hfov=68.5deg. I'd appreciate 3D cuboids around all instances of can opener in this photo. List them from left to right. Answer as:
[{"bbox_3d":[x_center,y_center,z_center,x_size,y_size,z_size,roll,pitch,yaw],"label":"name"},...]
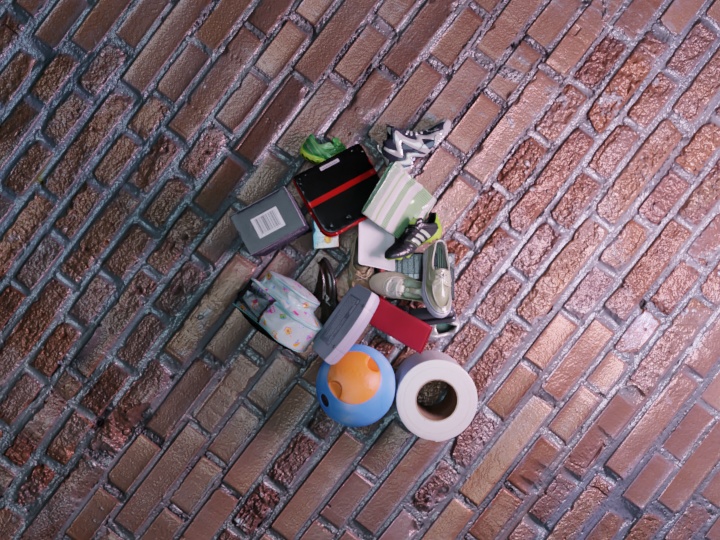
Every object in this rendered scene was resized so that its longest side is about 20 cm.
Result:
[{"bbox_3d":[0.144,0.110,1.349,0.199,0.053,0.067,-6,50,25],"label":"can opener"}]

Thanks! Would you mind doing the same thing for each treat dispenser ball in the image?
[{"bbox_3d":[-0.012,0.286,1.321,0.200,0.201,0.202,0,91,-1],"label":"treat dispenser ball"}]

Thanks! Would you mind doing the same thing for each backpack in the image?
[{"bbox_3d":[-0.186,0.103,1.310,0.153,0.176,0.200,-46,69,3],"label":"backpack"}]

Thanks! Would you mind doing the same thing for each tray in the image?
[{"bbox_3d":[0.038,-0.098,1.359,0.107,0.022,0.201,11,67,-26],"label":"tray"}]

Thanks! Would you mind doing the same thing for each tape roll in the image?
[{"bbox_3d":[0.186,0.315,1.355,0.202,0.139,0.204,0,91,-1],"label":"tape roll"}]

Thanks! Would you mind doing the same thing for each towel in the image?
[{"bbox_3d":[0.104,-0.166,1.336,0.200,0.023,0.153,31,90,-46],"label":"towel"}]

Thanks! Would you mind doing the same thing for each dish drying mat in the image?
[{"bbox_3d":[0.084,0.128,1.335,0.199,0.018,0.077,28,105,21],"label":"dish drying mat"}]

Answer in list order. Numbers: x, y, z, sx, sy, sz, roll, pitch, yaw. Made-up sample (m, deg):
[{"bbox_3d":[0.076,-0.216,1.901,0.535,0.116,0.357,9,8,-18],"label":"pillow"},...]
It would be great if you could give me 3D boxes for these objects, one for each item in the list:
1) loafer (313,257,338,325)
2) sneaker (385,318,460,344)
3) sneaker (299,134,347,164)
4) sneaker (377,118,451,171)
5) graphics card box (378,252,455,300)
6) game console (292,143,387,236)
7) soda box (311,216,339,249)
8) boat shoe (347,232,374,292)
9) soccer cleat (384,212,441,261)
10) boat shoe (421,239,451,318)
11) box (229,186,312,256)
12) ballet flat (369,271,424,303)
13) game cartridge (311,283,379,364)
[{"bbox_3d":[-0.095,0.067,1.377,0.071,0.073,0.201,-8,92,-2],"label":"loafer"},{"bbox_3d":[0.163,0.151,1.381,0.199,0.080,0.071,-12,93,1],"label":"sneaker"},{"bbox_3d":[-0.057,-0.298,1.369,0.199,0.074,0.084,20,95,-1],"label":"sneaker"},{"bbox_3d":[0.128,-0.350,1.366,0.199,0.080,0.130,-42,100,10],"label":"sneaker"},{"bbox_3d":[0.148,0.015,1.391,0.199,0.051,0.126,-1,91,0],"label":"graphics card box"},{"bbox_3d":[-0.043,-0.198,1.319,0.199,0.031,0.177,-30,88,-10],"label":"game console"},{"bbox_3d":[-0.094,-0.156,1.378,0.068,0.064,0.201,-4,91,0],"label":"soda box"},{"bbox_3d":[0.000,0.000,1.382,0.071,0.065,0.201,-5,91,-1],"label":"boat shoe"},{"bbox_3d":[0.129,-0.087,1.344,0.200,0.067,0.081,-30,116,-34],"label":"soccer cleat"},{"bbox_3d":[0.187,0.016,1.293,0.072,0.062,0.201,3,60,-13],"label":"boat shoe"},{"bbox_3d":[-0.214,-0.115,1.309,0.148,0.200,0.107,-29,91,-1],"label":"box"},{"bbox_3d":[0.121,0.046,1.334,0.199,0.069,0.070,10,91,-1],"label":"ballet flat"},{"bbox_3d":[-0.036,0.130,1.295,0.040,0.133,0.200,37,86,-22],"label":"game cartridge"}]
